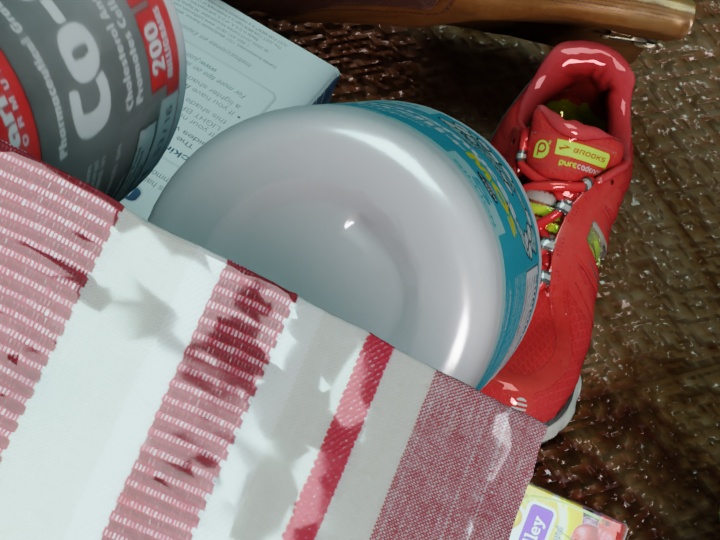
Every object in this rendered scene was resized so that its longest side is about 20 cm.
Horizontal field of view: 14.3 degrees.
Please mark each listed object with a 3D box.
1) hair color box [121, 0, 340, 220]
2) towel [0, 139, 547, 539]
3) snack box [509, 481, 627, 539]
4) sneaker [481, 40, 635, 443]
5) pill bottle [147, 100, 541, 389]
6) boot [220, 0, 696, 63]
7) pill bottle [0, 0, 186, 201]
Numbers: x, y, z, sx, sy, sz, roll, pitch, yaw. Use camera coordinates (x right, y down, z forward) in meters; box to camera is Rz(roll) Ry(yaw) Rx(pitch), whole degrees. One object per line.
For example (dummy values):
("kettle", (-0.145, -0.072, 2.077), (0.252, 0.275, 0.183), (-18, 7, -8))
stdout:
("hair color box", (-0.098, -0.024, 0.997), (0.100, 0.061, 0.200), (30, 43, 8))
("towel", (-0.062, 0.056, 0.708), (0.200, 0.023, 0.144), (28, 59, -8))
("snack box", (-0.014, 0.096, 0.847), (0.142, 0.200, 0.053), (22, 67, 0))
("sneaker", (0.063, -0.019, 1.084), (0.077, 0.085, 0.200), (18, 41, -2))
("pill bottle", (0.000, 0.000, 0.934), (0.111, 0.111, 0.200), (27, 7, 6))
("boot", (0.031, -0.110, 1.124), (0.199, 0.188, 0.069), (14, 85, -3))
("pill bottle", (-0.137, -0.038, 0.832), (0.114, 0.114, 0.200), (29, 27, 8))
